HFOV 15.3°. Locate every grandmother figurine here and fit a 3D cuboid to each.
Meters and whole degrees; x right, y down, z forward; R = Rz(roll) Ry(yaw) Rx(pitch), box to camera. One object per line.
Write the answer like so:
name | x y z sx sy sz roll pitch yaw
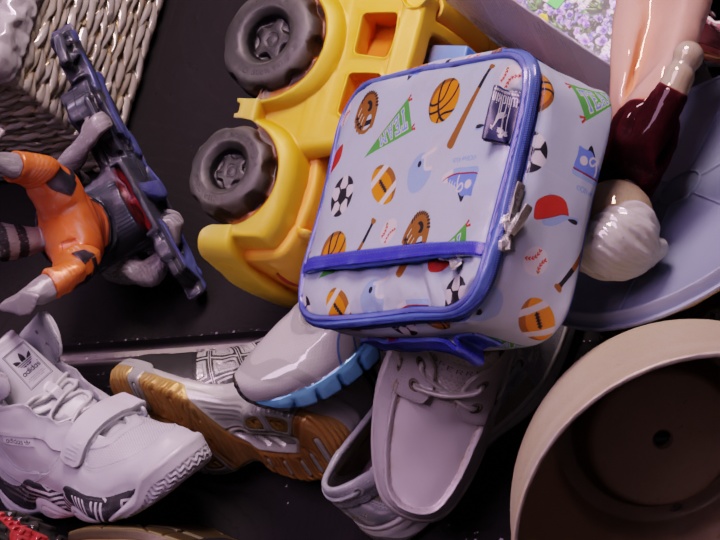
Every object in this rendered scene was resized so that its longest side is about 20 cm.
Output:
grandmother figurine | 0.150 -0.077 1.440 0.060 0.122 0.201 14 56 5

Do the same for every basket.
basket | -0.260 -0.176 1.876 0.197 0.161 0.201 -4 59 33

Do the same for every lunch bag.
lunch bag | 0.047 -0.030 1.425 0.200 0.075 0.161 -5 66 59

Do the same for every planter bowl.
planter bowl | 0.168 0.107 1.399 0.200 0.200 0.135 -37 22 9

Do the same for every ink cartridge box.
ink cartridge box | 0.119 -0.155 1.608 0.200 0.109 0.050 38 83 30

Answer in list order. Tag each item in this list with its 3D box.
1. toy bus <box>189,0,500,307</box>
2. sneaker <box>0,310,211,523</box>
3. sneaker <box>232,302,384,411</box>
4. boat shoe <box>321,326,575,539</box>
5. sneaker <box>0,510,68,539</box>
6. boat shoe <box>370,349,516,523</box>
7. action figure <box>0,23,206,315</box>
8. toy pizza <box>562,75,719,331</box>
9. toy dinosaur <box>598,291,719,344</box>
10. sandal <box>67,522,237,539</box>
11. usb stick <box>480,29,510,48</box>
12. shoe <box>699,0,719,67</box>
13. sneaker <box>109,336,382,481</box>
toy bus | 0.015 -0.076 1.636 0.191 0.136 0.201 8 75 34
sneaker | -0.180 0.090 1.653 0.075 0.115 0.199 -38 19 -36
sneaker | 0.000 0.000 1.559 0.200 0.087 0.075 -37 31 0
boat shoe | 0.054 0.065 1.571 0.202 0.065 0.074 -51 47 -3
sneaker | -0.185 0.242 1.634 0.200 0.079 0.096 52 123 38
boat shoe | 0.051 0.047 1.500 0.070 0.069 0.201 13 95 -2
action figure | -0.194 -0.054 1.739 0.104 0.193 0.201 -30 77 24
toy pizza | 0.182 -0.035 1.463 0.200 0.032 0.201 -31 27 18
toy dinosaur | 0.176 -0.007 1.543 0.102 0.077 0.201 -16 40 4
sandal | -0.099 0.183 1.606 0.199 0.080 0.054 8 91 35
usb stick | 0.096 -0.096 1.667 0.055 0.033 0.201 -26 51 21
shoe | 0.210 -0.162 1.591 0.200 0.091 0.072 27 79 42
sneaker | -0.065 0.075 1.656 0.199 0.076 0.088 9 46 39
